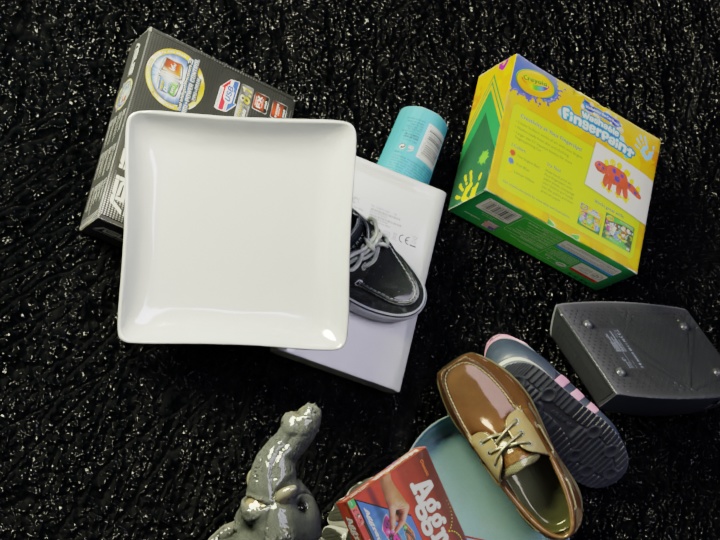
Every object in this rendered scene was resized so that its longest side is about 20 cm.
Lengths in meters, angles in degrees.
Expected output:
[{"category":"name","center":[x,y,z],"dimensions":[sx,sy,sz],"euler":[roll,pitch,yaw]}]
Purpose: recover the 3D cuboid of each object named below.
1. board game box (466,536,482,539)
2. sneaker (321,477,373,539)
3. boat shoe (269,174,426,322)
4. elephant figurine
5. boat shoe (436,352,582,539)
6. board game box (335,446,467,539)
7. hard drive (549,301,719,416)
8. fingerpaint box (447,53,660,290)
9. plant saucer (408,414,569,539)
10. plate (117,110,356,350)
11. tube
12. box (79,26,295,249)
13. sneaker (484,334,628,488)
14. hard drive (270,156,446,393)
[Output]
[{"category":"board game box","center":[0.101,0.345,1.624],"dimensions":[0.103,0.019,0.201],"euler":[16,77,-27]},{"category":"sneaker","center":[0.014,0.286,1.601],"dimensions":[0.083,0.081,0.201],"euler":[18,70,-47]},{"category":"boat shoe","center":[-0.011,-0.023,1.626],"dimensions":[0.199,0.068,0.074],"euler":[42,67,-17]},{"category":"elephant figurine","center":[-0.081,0.238,1.497],"dimensions":[0.200,0.155,0.142],"euler":[-35,72,-28]},{"category":"boat shoe","center":[0.146,0.166,1.668],"dimensions":[0.076,0.074,0.200],"euler":[-36,96,5]},{"category":"board game box","center":[0.058,0.266,1.568],"dimensions":[0.103,0.019,0.200],"euler":[-31,101,-39]},{"category":"hard drive","center":[0.289,0.091,1.824],"dimensions":[0.200,0.042,0.135],"euler":[2,44,-40]},{"category":"fingerpaint box","center":[0.201,-0.099,1.850],"dimensions":[0.200,0.073,0.167],"euler":[27,61,-24]},{"category":"plant saucer","center":[0.112,0.234,1.700],"dimensions":[0.200,0.027,0.201],"euler":[12,67,-31]},{"category":"plate","center":[-0.107,-0.034,1.555],"dimensions":[0.199,0.032,0.201],"euler":[2,93,-8]},{"category":"tube","center":[0.030,-0.065,1.744],"dimensions":[0.077,0.050,0.200],"euler":[29,65,-16]},{"category":"box","center":[-0.153,-0.098,1.630],"dimensions":[0.160,0.044,0.200],"euler":[25,61,-25]},{"category":"sneaker","center":[0.193,0.133,1.769],"dimensions":[0.200,0.070,0.082],"euler":[48,12,-29]},{"category":"hard drive","center":[0.000,0.000,1.682],"dimensions":[0.132,0.026,0.200],"euler":[20,75,-24]}]
